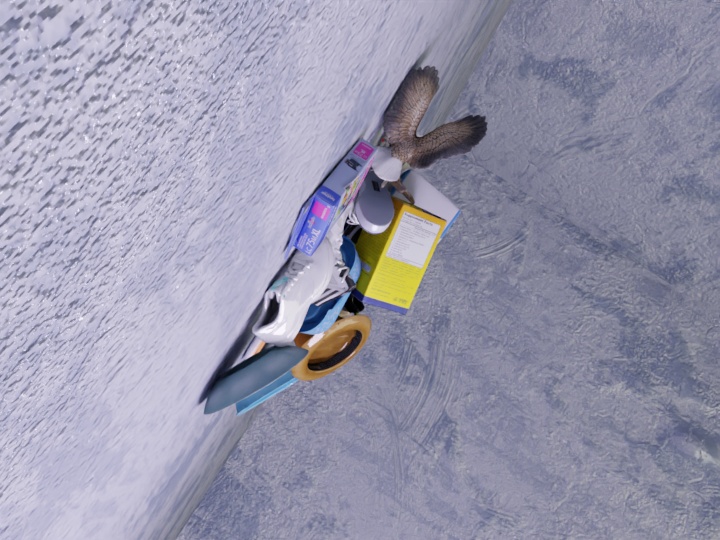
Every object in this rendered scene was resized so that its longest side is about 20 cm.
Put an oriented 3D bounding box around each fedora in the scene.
[{"bbox_3d":[-0.072,0.138,1.265,0.200,0.082,0.201,-30,150,-19],"label":"fedora"}]

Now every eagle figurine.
[{"bbox_3d":[0.101,-0.240,1.092,0.200,0.151,0.151,-42,-131,26],"label":"eagle figurine"}]

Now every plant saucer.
[{"bbox_3d":[-0.181,0.170,1.034,0.200,0.039,0.201,-29,-175,2],"label":"plant saucer"}]

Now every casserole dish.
[{"bbox_3d":[-0.196,0.254,1.362,0.200,0.039,0.121,-27,169,-39],"label":"casserole dish"}]

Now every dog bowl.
[{"bbox_3d":[-0.070,0.030,1.157,0.201,0.111,0.050,-61,145,-10],"label":"dog bowl"}]

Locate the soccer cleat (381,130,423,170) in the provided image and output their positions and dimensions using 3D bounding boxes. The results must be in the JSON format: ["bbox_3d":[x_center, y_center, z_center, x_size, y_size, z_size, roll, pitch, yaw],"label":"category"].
[{"bbox_3d":[0.068,-0.221,1.278,0.069,0.077,0.200,-59,176,-38],"label":"soccer cleat"}]

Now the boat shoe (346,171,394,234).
[{"bbox_3d":[0.008,-0.112,1.137,0.202,0.074,0.086,-98,-151,-51],"label":"boat shoe"}]

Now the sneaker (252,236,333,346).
[{"bbox_3d":[-0.111,0.025,1.000,0.088,0.075,0.201,32,80,-58],"label":"sneaker"}]

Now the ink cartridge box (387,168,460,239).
[{"bbox_3d":[0.097,-0.114,1.366,0.148,0.144,0.200,-53,-170,-4],"label":"ink cartridge box"}]

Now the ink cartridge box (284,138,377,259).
[{"bbox_3d":[-0.044,-0.104,0.944,0.200,0.042,0.120,-55,176,-43],"label":"ink cartridge box"}]

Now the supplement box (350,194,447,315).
[{"bbox_3d":[0.061,-0.034,1.191,0.109,0.108,0.201,38,-73,58],"label":"supplement box"}]

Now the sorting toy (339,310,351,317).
[{"bbox_3d":[-0.063,0.025,1.323,0.200,0.036,0.186,-16,123,-56],"label":"sorting toy"}]

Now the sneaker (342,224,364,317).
[{"bbox_3d":[0.000,0.000,1.288,0.072,0.083,0.201,-13,120,-57],"label":"sneaker"}]

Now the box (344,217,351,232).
[{"bbox_3d":[-0.018,-0.123,1.341,0.121,0.032,0.200,-54,-178,7],"label":"box"}]

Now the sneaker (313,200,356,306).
[{"bbox_3d":[-0.041,-0.027,1.085,0.201,0.115,0.076,-58,177,10],"label":"sneaker"}]

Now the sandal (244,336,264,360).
[{"bbox_3d":[-0.153,0.105,1.220,0.207,0.059,0.079,-58,179,-8],"label":"sandal"}]
